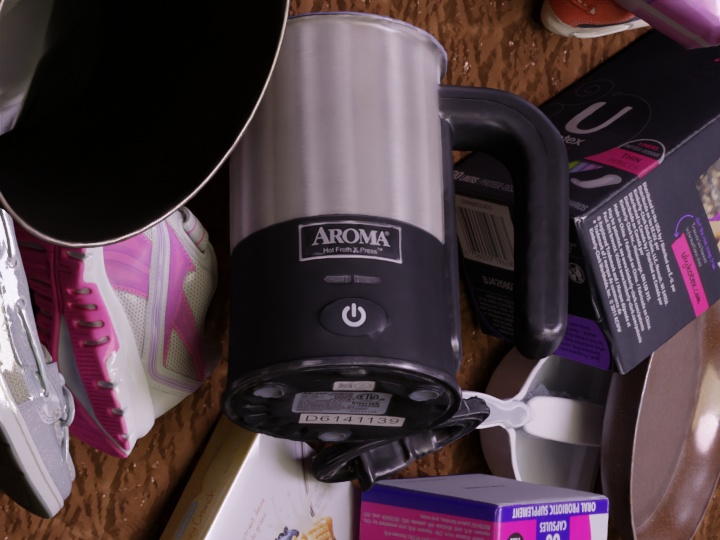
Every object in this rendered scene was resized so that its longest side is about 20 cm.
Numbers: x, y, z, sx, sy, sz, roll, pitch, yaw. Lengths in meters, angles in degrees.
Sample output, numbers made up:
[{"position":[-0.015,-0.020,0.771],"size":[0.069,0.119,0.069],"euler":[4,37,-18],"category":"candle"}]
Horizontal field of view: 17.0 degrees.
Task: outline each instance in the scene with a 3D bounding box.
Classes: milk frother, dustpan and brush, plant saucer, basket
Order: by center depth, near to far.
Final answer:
[{"position":[-0.151,-0.113,1.041],"size":[0.136,0.200,0.180],"euler":[38,77,-41],"category":"basket"},{"position":[0.000,0.000,1.240],"size":[0.180,0.200,0.188],"euler":[9,66,-22],"category":"milk frother"},{"position":[0.099,0.084,1.401],"size":[0.200,0.057,0.140],"euler":[11,94,-42],"category":"dustpan and brush"},{"position":[0.187,0.080,1.458],"size":[0.200,0.032,0.200],"euler":[-40,136,-54],"category":"plant saucer"}]

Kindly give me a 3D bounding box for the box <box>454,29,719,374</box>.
[{"position":[0.162,-0.045,1.380],"size":[0.200,0.122,0.106],"euler":[-35,122,-30],"category":"box"}]

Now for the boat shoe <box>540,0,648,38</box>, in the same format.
[{"position":[0.188,-0.179,1.412],"size":[0.200,0.071,0.063],"euler":[-19,155,-39],"category":"boat shoe"}]

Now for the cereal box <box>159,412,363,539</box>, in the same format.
[{"position":[-0.034,0.185,1.315],"size":[0.200,0.040,0.144],"euler":[43,63,-39],"category":"cereal box"}]

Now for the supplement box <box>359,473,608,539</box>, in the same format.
[{"position":[0.062,0.218,1.317],"size":[0.101,0.103,0.200],"euler":[1,93,-49],"category":"supplement box"}]

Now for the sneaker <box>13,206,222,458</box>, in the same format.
[{"position":[-0.121,-0.013,1.182],"size":[0.088,0.081,0.200],"euler":[-32,127,-36],"category":"sneaker"}]

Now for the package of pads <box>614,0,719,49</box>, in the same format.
[{"position":[0.137,-0.220,1.293],"size":[0.200,0.076,0.121],"euler":[32,79,-11],"category":"package of pads"}]

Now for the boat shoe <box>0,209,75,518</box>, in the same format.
[{"position":[-0.174,0.025,1.145],"size":[0.065,0.074,0.202],"euler":[-30,113,-27],"category":"boat shoe"}]
